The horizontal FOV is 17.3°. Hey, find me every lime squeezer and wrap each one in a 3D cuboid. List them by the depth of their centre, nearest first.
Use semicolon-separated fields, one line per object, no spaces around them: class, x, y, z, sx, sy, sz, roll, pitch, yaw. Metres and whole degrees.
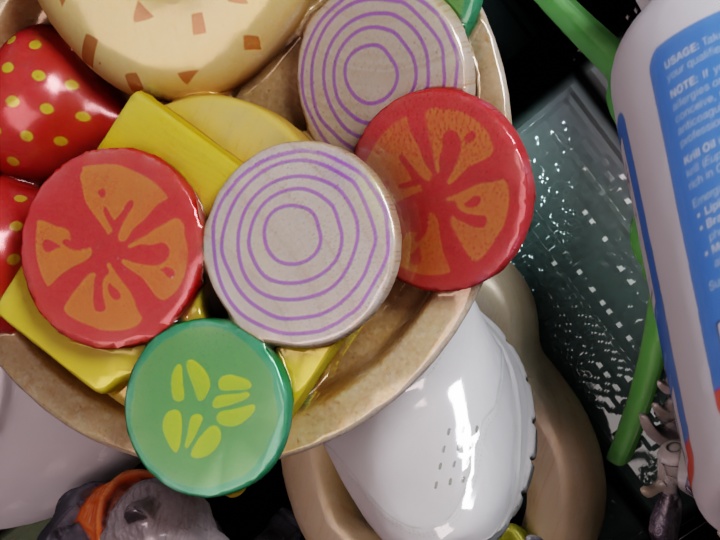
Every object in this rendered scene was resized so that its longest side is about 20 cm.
lime squeezer;0.090;-0.027;0.808;0.070;0.038;0.201;-10;102;27

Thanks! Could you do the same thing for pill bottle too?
pill bottle;0.135;-0.028;0.703;0.112;0.112;0.201;-24;59;29

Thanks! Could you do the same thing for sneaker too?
sneaker;0.000;0.000;0.771;0.074;0.087;0.201;-22;66;15

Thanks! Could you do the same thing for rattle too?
rattle;0.005;0.051;0.818;0.130;0.143;0.201;20;120;39

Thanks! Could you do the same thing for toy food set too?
toy food set;-0.044;-0.038;0.725;0.198;0.049;0.200;36;98;17

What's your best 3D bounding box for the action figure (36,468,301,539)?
action figure;-0.118;0.142;0.865;0.105;0.200;0.193;45;126;-3

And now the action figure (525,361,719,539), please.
action figure;0.135;0.067;0.779;0.200;0.102;0.119;-47;48;-9

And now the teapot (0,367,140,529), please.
teapot;-0.165;0.019;0.879;0.197;0.146;0.201;12;111;22
